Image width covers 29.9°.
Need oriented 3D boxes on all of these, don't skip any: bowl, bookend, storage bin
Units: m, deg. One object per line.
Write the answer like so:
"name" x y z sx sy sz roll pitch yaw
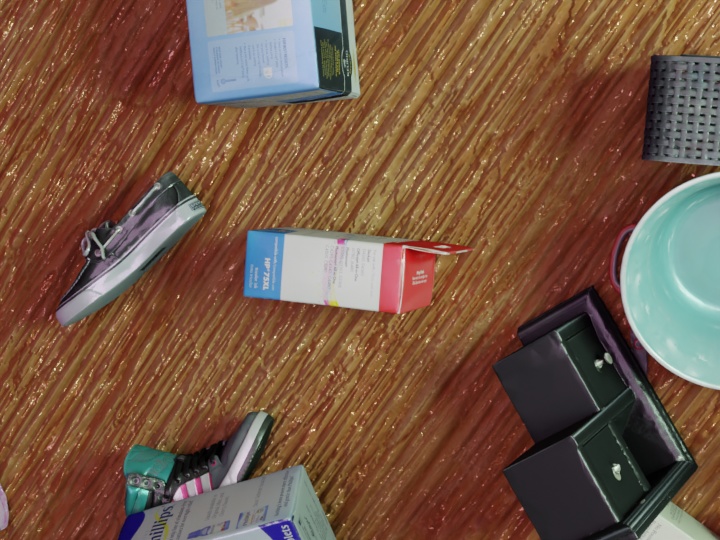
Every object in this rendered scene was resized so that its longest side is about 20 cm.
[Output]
"bowl" 0.334 -0.004 1.199 0.200 0.105 0.201 4 108 12
"bookend" 0.192 0.137 1.212 0.092 0.199 0.200 -33 83 29
"storage bin" 0.354 -0.134 1.177 0.199 0.135 0.094 5 96 18

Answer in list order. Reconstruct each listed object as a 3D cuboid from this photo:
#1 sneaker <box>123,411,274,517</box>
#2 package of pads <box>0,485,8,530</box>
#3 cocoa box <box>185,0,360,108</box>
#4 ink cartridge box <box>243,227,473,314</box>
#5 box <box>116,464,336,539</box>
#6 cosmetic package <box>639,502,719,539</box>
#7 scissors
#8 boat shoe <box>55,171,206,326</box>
"sneaker" -0.182 0.207 1.410 0.121 0.084 0.200 32 104 3
"package of pads" -0.503 0.290 1.496 0.200 0.120 0.076 -23 81 18
"cocoa box" -0.087 -0.264 1.313 0.133 0.131 0.201 -4 93 18
"ink cartridge box" 0.000 0.000 1.313 0.199 0.116 0.067 6 95 18
"box" -0.120 0.317 1.341 0.199 0.105 0.184 -18 110 12
"cosmetic package" 0.325 0.309 1.255 0.200 0.071 0.105 34 103 13
"scissors" 0.260 0.056 1.289 0.073 0.014 0.201 13 99 14
"boat shoe" -0.255 -0.023 1.415 0.199 0.074 0.068 -42 86 16
